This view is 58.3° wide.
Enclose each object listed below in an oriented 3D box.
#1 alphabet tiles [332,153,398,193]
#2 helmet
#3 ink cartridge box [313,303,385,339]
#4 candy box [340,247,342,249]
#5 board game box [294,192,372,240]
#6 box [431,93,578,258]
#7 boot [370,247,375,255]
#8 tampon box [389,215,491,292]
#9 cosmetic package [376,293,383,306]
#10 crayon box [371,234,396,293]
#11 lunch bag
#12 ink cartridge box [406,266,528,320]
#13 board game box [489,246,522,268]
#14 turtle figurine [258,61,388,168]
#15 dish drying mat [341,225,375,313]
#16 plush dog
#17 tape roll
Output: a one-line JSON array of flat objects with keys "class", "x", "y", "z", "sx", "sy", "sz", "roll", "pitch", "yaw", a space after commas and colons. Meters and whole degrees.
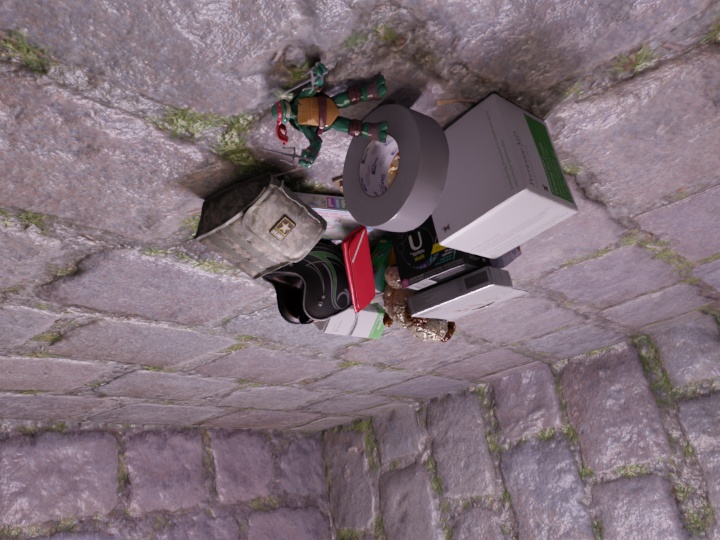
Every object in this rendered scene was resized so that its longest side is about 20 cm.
[{"class": "alphabet tiles", "x": 0.053, "y": -0.187, "z": 1.268, "sx": 0.198, "sy": 0.008, "sz": 0.167, "roll": -18, "pitch": 156, "yaw": 18}, {"class": "helmet", "x": -0.115, "y": 0.016, "z": 1.451, "sx": 0.198, "sy": 0.192, "sz": 0.200, "roll": -20, "pitch": -177, "yaw": 1}, {"class": "ink cartridge box", "x": -0.044, "y": 0.108, "z": 1.737, "sx": 0.199, "sy": 0.146, "sz": 0.085, "roll": 12, "pitch": 109, "yaw": -41}, {"class": "candy box", "x": -0.091, "y": 0.014, "z": 1.596, "sx": 0.199, "sy": 0.026, "sz": 0.103, "roll": -21, "pitch": 118, "yaw": 26}, {"class": "board game box", "x": -0.065, "y": -0.109, "z": 1.360, "sx": 0.198, "sy": 0.035, "sz": 0.134, "roll": 4, "pitch": 156, "yaw": -25}, {"class": "box", "x": 0.236, "y": -0.159, "z": 1.148, "sx": 0.170, "sy": 0.201, "sz": 0.200, "roll": 11, "pitch": 148, "yaw": -41}, {"class": "boot", "x": 0.030, "y": 0.023, "z": 1.666, "sx": 0.168, "sy": 0.077, "sz": 0.199, "roll": -30, "pitch": 143, "yaw": 34}, {"class": "tampon box", "x": 0.154, "y": -0.073, "z": 1.313, "sx": 0.149, "sy": 0.202, "sz": 0.126, "roll": -24, "pitch": 159, "yaw": 31}, {"class": "cosmetic package", "x": -0.023, "y": 0.120, "z": 1.918, "sx": 0.198, "sy": 0.051, "sz": 0.083, "roll": -11, "pitch": 157, "yaw": 4}, {"class": "crayon box", "x": 0.108, "y": 0.007, "z": 1.569, "sx": 0.199, "sy": 0.058, "sz": 0.119, "roll": 23, "pitch": 103, "yaw": -37}, {"class": "lunch bag", "x": -0.184, "y": -0.087, "z": 1.228, "sx": 0.199, "sy": 0.118, "sz": 0.164, "roll": -22, "pitch": 138, "yaw": 30}, {"class": "ink cartridge box", "x": 0.225, "y": 0.051, "z": 1.342, "sx": 0.199, "sy": 0.044, "sz": 0.173, "roll": -24, "pitch": 161, "yaw": 33}, {"class": "board game box", "x": 0.245, "y": -0.015, "z": 1.446, "sx": 0.198, "sy": 0.042, "sz": 0.200, "roll": -17, "pitch": -178, "yaw": 25}, {"class": "turtle figurine", "x": -0.060, "y": -0.241, "z": 0.981, "sx": 0.198, "sy": 0.101, "sz": 0.151, "roll": -5, "pitch": 117, "yaw": -13}, {"class": "dish drying mat", "x": 0.000, "y": 0.000, "z": 1.407, "sx": 0.018, "sy": 0.077, "sz": 0.201, "roll": 21, "pitch": 138, "yaw": 32}, {"class": "plush dog", "x": 0.130, "y": 0.098, "z": 1.483, "sx": 0.199, "sy": 0.172, "sz": 0.161, "roll": 26, "pitch": 102, "yaw": -38}, {"class": "tape roll", "x": 0.054, "y": -0.166, "z": 1.061, "sx": 0.066, "sy": 0.202, "sz": 0.200, "roll": 7, "pitch": 153, "yaw": -37}]
